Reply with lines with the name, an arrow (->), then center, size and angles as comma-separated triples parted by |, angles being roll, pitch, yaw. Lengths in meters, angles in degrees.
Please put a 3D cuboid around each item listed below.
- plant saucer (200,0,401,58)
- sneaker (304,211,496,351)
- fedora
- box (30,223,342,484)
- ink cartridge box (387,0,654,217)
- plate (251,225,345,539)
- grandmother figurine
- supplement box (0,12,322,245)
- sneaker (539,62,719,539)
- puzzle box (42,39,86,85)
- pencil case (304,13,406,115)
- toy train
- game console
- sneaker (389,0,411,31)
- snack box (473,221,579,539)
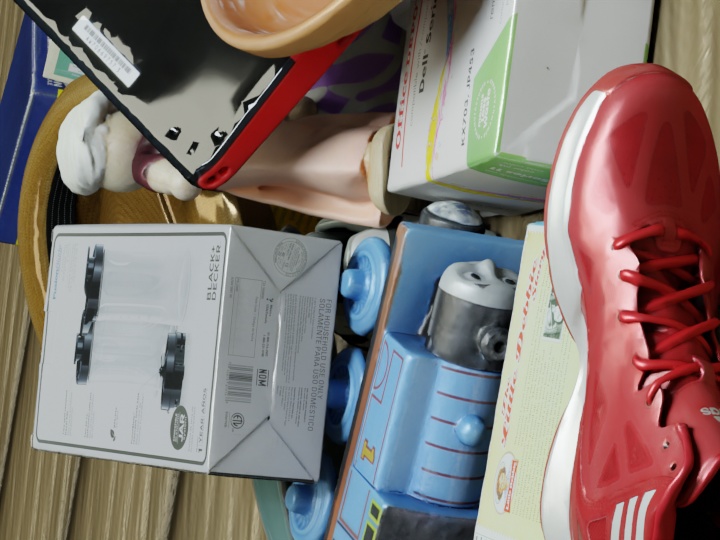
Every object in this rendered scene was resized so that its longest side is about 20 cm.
plant saucer -> 0.002, -0.181, 1.329 | 0.200, 0.037, 0.201 | -37, 39, 37
sneaker -> 0.000, 0.000, 1.511 | 0.200, 0.088, 0.075 | 154, 123, -74
fedora -> -0.101, -0.011, 1.598 | 0.200, 0.082, 0.202 | 7, 99, 44
box -> -0.087, 0.037, 1.440 | 0.200, 0.060, 0.118 | -1, 83, 60
ink cartridge box -> 0.065, -0.090, 1.360 | 0.200, 0.067, 0.118 | 164, 114, -73
plate -> -0.034, 0.078, 1.525 | 0.200, 0.025, 0.202 | -7, -90, -82
grandmother figurine -> -0.064, -0.056, 1.467 | 0.121, 0.199, 0.061 | -18, -71, -59
supplement box -> -0.101, -0.073, 1.707 | 0.109, 0.199, 0.110 | -98, 23, -50
sneaker -> 0.122, 0.027, 1.102 | 0.115, 0.078, 0.202 | -162, 69, -66
puzzle box -> -0.059, -0.142, 1.600 | 0.025, 0.199, 0.134 | -90, 16, -62
pencil case -> -0.021, -0.138, 1.529 | 0.084, 0.085, 0.201 | -47, -57, -61
toy train -> 0.030, 0.072, 1.370 | 0.114, 0.086, 0.201 | -140, 62, -63
game console -> -0.070, -0.156, 1.444 | 0.177, 0.031, 0.200 | -51, 53, 7
sneaker -> 0.038, -0.200, 1.439 | 0.200, 0.088, 0.076 | 119, 173, -47
snack box -> 0.085, 0.082, 1.234 | 0.116, 0.037, 0.201 | -172, 91, -75
